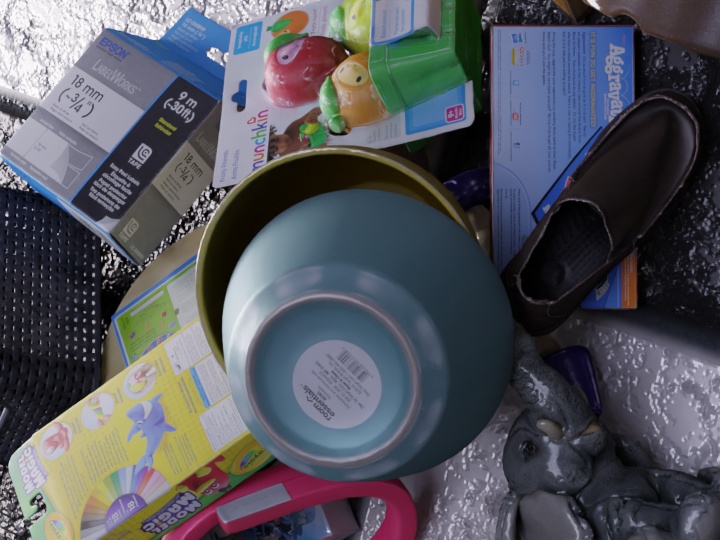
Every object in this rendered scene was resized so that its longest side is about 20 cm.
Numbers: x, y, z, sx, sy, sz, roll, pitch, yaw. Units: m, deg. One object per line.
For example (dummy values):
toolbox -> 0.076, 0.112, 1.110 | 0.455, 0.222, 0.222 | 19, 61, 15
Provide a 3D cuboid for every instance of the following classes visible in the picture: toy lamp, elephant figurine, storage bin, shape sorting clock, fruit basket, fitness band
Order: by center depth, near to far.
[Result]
elephant figurine -> 0.153, 0.149, 1.427 | 0.200, 0.141, 0.155 | 28, 87, 23
toy lamp -> 0.113, 0.023, 1.510 | 0.058, 0.058, 0.200 | -39, 67, 27
fruit basket -> -0.013, -0.151, 1.538 | 0.200, 0.094, 0.185 | -9, 45, 13
fitness band -> -0.055, 0.203, 1.540 | 0.037, 0.200, 0.144 | -122, 24, -43
shape sorting clock -> -0.112, 0.046, 1.594 | 0.200, 0.039, 0.200 | -22, 45, 23
storage bin -> -0.270, 0.047, 1.694 | 0.135, 0.094, 0.200 | 122, 152, -47

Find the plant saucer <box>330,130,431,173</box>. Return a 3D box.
plant saucer -> -0.029, -0.051, 1.612 | 0.200, 0.034, 0.201 | -4, 84, 43

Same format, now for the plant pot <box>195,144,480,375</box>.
plant pot -> 0.000, 0.000, 1.470 | 0.200, 0.142, 0.200 | 3, 104, 12

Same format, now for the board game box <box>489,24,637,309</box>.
board game box -> 0.142, -0.072, 1.480 | 0.103, 0.019, 0.200 | 0, 84, 1

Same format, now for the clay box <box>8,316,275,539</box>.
clay box -> -0.152, 0.128, 1.504 | 0.200, 0.048, 0.115 | -35, 51, 11

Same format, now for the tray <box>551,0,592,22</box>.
tray -> 0.091, -0.268, 1.512 | 0.037, 0.099, 0.200 | -44, 62, -2

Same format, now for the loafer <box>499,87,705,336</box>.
loafer -> 0.169, -0.038, 1.431 | 0.073, 0.071, 0.200 | 35, 85, 3

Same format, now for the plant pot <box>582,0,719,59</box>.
plant pot -> 0.239, -0.250, 1.361 | 0.200, 0.200, 0.199 | 30, 112, 32

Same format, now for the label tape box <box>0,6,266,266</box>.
label tape box -> -0.166, -0.123, 1.656 | 0.144, 0.063, 0.200 | 33, 80, 34

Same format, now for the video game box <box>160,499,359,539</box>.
video game box -> -0.112, 0.153, 1.670 | 0.182, 0.047, 0.200 | -33, 70, 31

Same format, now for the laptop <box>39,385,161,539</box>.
laptop -> -0.181, 0.169, 1.623 | 0.116, 0.200, 0.187 | 32, 109, -7

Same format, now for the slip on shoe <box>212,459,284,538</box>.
slip on shoe -> -0.026, 0.137, 1.567 | 0.200, 0.076, 0.061 | -43, 101, -4

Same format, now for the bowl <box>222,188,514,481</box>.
bowl -> -0.007, 0.055, 1.357 | 0.200, 0.105, 0.201 | 3, 104, 12
